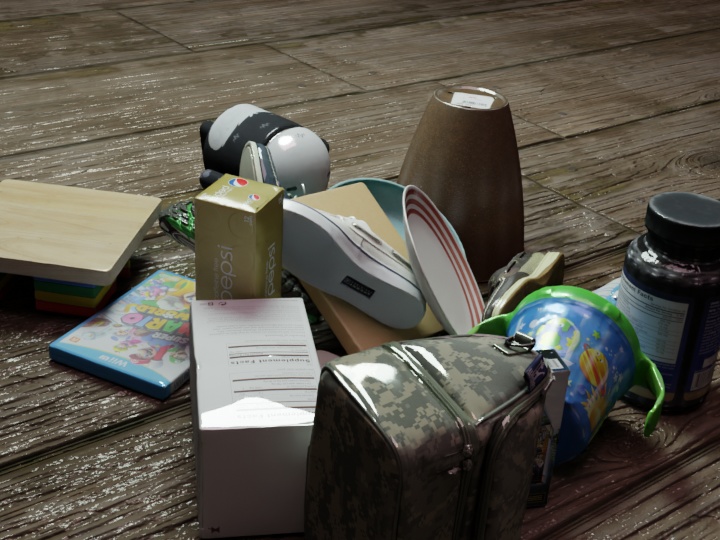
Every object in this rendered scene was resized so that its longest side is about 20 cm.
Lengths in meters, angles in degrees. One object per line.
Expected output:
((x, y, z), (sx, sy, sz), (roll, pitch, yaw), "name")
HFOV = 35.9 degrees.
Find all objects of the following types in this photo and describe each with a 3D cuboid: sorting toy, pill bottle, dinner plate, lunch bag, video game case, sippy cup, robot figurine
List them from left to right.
((-0.347, -0.025, 1.260), (0.196, 0.071, 0.199), (7, 27, 5), "sorting toy")
((-0.209, 0.062, 1.172), (0.141, 0.018, 0.200), (17, 29, 20), "video game case")
((-0.129, -0.146, 1.480), (0.198, 0.152, 0.125), (26, -9, 36), "robot figurine")
((0.059, 0.151, 0.844), (0.166, 0.203, 0.139), (-13, 33, -30), "lunch bag")
((0.087, 0.006, 1.172), (0.024, 0.202, 0.201), (-24, 21, 17), "dinner plate")
((0.184, 0.106, 1.045), (0.176, 0.141, 0.131), (-19, 22, 38), "sippy cup")
((0.315, 0.030, 1.122), (0.110, 0.203, 0.112), (4, 26, -2), "pill bottle")

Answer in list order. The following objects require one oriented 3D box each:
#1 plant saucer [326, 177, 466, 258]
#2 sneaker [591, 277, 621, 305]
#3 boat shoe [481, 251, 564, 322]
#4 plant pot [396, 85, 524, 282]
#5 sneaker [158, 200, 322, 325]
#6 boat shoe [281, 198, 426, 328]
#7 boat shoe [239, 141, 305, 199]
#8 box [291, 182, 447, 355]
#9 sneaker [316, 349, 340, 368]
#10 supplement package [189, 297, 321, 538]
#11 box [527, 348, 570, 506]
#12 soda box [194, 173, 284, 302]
((0.028, -0.015, 1.267), (0.197, 0.036, 0.203), (14, 53, -18), "plant saucer")
((0.240, 0.053, 1.213), (0.086, 0.076, 0.199), (16, 28, 33), "sneaker")
((0.174, 0.030, 1.256), (0.064, 0.074, 0.199), (8, 20, 27), "boat shoe")
((0.126, -0.118, 1.380), (0.183, 0.203, 0.188), (4, 27, -2), "plant pot")
((-0.130, 0.004, 1.156), (0.199, 0.085, 0.078), (38, 23, -9), "sneaker")
((-0.014, -0.020, 1.121), (0.198, 0.071, 0.070), (31, 39, -17), "boat shoe")
((-0.092, -0.050, 1.251), (0.061, 0.075, 0.203), (-7, 71, -21), "boat shoe")
((0.000, 0.000, 1.187), (0.162, 0.021, 0.201), (-16, 66, -47), "box")
((0.012, 0.115, 1.041), (0.074, 0.082, 0.199), (-18, 34, -35), "sneaker")
((-0.092, 0.122, 0.969), (0.108, 0.115, 0.201), (-1, 29, -11), "supplement package")
((0.071, 0.140, 0.936), (0.196, 0.139, 0.038), (-2, 27, -15), "box")
((-0.117, 0.015, 1.075), (0.067, 0.203, 0.064), (14, 30, 18), "soda box")
